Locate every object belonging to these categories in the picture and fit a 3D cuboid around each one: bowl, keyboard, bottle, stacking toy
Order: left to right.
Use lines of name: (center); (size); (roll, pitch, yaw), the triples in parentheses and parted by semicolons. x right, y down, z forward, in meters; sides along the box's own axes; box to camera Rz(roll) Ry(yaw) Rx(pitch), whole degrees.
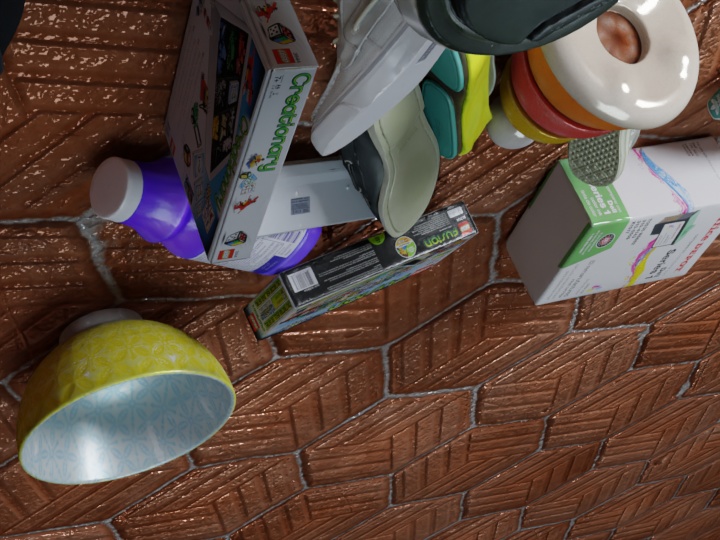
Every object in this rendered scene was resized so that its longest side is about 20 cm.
bowl: (-0.223, 0.101, 1.103); (0.199, 0.108, 0.201); (-19, 152, -10)
bottle: (-0.122, -0.047, 0.967); (0.199, 0.066, 0.083); (12, 134, -48)
keyboard: (-0.050, -0.060, 0.979); (0.199, 0.011, 0.057); (-12, 111, -46)
stacking toy: (0.156, -0.148, 0.972); (0.145, 0.147, 0.200); (-7, 165, -29)

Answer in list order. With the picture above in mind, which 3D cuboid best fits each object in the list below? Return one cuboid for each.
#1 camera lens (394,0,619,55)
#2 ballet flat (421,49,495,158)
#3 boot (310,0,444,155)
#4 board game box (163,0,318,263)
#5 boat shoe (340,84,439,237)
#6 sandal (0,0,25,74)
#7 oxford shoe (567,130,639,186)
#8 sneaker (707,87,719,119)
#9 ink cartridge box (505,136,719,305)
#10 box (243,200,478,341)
camera lens: (0.064, -0.229, 0.642); (0.159, 0.201, 0.160); (-18, 153, -10)
ballet flat: (0.077, -0.160, 0.939); (0.067, 0.067, 0.200); (-41, 158, -12)
boot: (0.009, -0.174, 0.823); (0.200, 0.096, 0.073); (-46, 171, 34)
board game box: (-0.086, -0.113, 0.812); (0.034, 0.127, 0.200); (-9, 150, -25)
boat shoe: (0.014, -0.101, 0.978); (0.075, 0.066, 0.200); (-49, 155, -13)
sandal: (-0.249, -0.130, 0.747); (0.076, 0.043, 0.200); (-6, 148, -30)
oxford shoe: (0.219, -0.158, 1.052); (0.058, 0.075, 0.201); (-56, 160, -32)
sneaker: (0.418, -0.167, 1.188); (0.199, 0.071, 0.093); (0, 163, -41)
ink cartridge box: (0.271, -0.051, 1.241); (0.199, 0.084, 0.145); (-10, 150, -25)
box: (0.000, 0.000, 1.105); (0.199, 0.035, 0.110); (-23, 172, -27)
